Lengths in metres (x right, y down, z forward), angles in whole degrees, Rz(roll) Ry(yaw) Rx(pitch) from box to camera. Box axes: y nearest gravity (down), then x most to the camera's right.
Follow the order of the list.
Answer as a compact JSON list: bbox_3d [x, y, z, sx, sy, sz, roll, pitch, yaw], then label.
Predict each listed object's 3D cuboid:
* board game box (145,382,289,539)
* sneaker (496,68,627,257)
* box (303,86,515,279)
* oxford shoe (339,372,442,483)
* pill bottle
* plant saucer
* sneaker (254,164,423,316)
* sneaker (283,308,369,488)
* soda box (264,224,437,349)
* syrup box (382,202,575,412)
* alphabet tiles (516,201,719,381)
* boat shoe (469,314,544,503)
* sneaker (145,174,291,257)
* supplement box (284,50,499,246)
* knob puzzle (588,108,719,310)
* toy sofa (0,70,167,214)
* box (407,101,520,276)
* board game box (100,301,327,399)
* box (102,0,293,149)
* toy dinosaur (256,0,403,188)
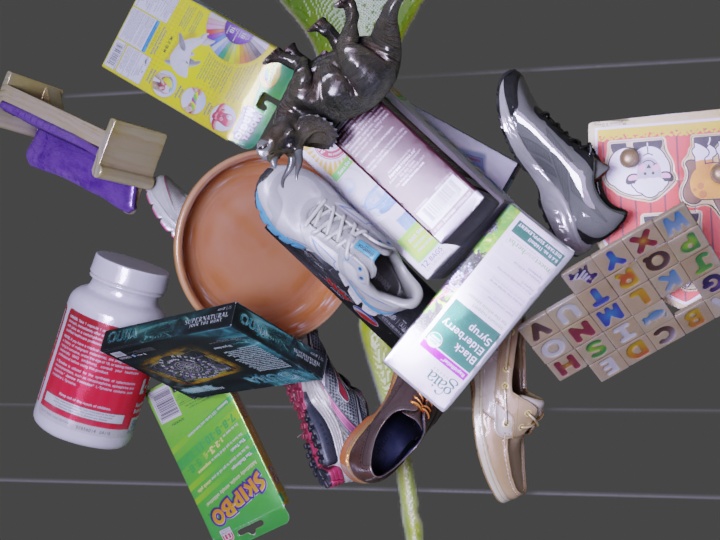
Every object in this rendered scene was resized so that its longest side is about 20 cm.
[{"bbox_3d":[-0.156,0.205,1.459,0.096,0.030,0.200,-27,82,14],"label":"board game box"},{"bbox_3d":[0.201,-0.117,1.329,0.079,0.074,0.200,-29,87,22],"label":"sneaker"},{"bbox_3d":[0.043,-0.098,1.319,0.200,0.101,0.112,45,100,9],"label":"box"},{"bbox_3d":[0.061,0.138,1.349,0.071,0.073,0.200,38,75,-14],"label":"oxford shoe"},{"bbox_3d":[-0.279,0.086,1.443,0.112,0.112,0.200,20,97,13],"label":"pill bottle"},{"bbox_3d":[-0.098,-0.025,1.355,0.200,0.037,0.200,-2,95,-23],"label":"plant saucer"},{"bbox_3d":[-0.012,-0.031,1.248,0.200,0.087,0.075,40,78,-18],"label":"sneaker"},{"bbox_3d":[-0.037,0.130,1.408,0.075,0.081,0.200,-15,80,-19],"label":"sneaker"},{"bbox_3d":[0.000,0.000,1.340,0.200,0.071,0.063,45,76,-19],"label":"soda box"},{"bbox_3d":[0.115,0.036,1.279,0.079,0.081,0.200,39,94,6],"label":"syrup box"},{"bbox_3d":[0.261,0.034,1.294,0.200,0.167,0.008,-32,41,13],"label":"alphabet tiles"},{"bbox_3d":[0.155,0.138,1.352,0.069,0.074,0.200,-9,89,20],"label":"boat shoe"},{"bbox_3d":[-0.140,-0.050,1.426,0.200,0.081,0.088,35,96,5],"label":"sneaker"},{"bbox_3d":[0.031,-0.111,1.214,0.200,0.109,0.061,44,99,10],"label":"supplement box"},{"bbox_3d":[0.323,-0.059,1.325,0.219,0.030,0.220,0,92,14],"label":"knob puzzle"},{"bbox_3d":[-0.315,-0.139,1.429,0.200,0.083,0.098,26,97,34],"label":"toy sofa"},{"bbox_3d":[0.050,-0.101,1.390,0.200,0.038,0.137,31,99,12],"label":"box"},{"bbox_3d":[-0.151,0.086,1.342,0.200,0.135,0.028,-12,56,40],"label":"board game box"},{"bbox_3d":[-0.170,-0.225,1.440,0.200,0.048,0.117,32,99,14],"label":"box"},{"bbox_3d":[-0.016,-0.171,1.143,0.200,0.077,0.102,-37,94,4],"label":"toy dinosaur"}]
